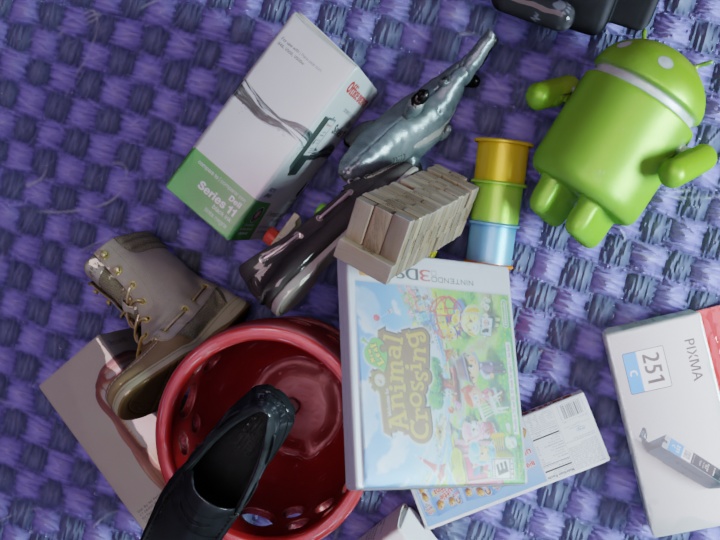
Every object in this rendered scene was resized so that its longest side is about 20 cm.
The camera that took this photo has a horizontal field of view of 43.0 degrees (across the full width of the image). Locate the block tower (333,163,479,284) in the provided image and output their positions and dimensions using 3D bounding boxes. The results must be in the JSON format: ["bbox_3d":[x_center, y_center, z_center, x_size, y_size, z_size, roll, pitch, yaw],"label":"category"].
[{"bbox_3d":[0.048,-0.048,0.817,0.053,0.200,0.059,26,115,16],"label":"block tower"}]

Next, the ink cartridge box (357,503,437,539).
[{"bbox_3d":[0.012,0.359,0.914,0.199,0.084,0.145,-40,86,8],"label":"ink cartridge box"}]

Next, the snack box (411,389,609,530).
[{"bbox_3d":[0.144,0.191,0.920,0.197,0.024,0.073,-23,89,9],"label":"snack box"}]

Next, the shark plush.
[{"bbox_3d":[0.063,-0.148,0.891,0.198,0.083,0.092,-32,76,7],"label":"shark plush"}]

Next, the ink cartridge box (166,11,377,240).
[{"bbox_3d":[-0.079,-0.132,0.887,0.083,0.147,0.201,39,97,6],"label":"ink cartridge box"}]

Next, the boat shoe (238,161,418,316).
[{"bbox_3d":[-0.027,-0.045,0.838,0.057,0.067,0.200,42,70,10],"label":"boat shoe"}]

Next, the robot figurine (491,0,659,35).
[{"bbox_3d":[0.188,-0.295,0.854,0.197,0.150,0.127,21,110,9],"label":"robot figurine"}]

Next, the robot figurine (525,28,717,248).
[{"bbox_3d":[0.239,-0.124,0.852,0.175,0.115,0.202,37,97,31],"label":"robot figurine"}]

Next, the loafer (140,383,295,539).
[{"bbox_3d":[-0.127,0.182,0.757,0.068,0.070,0.202,36,97,5],"label":"loafer"}]

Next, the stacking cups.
[{"bbox_3d":[0.130,-0.027,0.899,0.059,0.060,0.204,7,92,8],"label":"stacking cups"}]

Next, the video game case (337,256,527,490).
[{"bbox_3d":[0.065,0.087,0.804,0.179,0.022,0.204,6,73,-29],"label":"video game case"}]

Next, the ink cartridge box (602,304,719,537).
[{"bbox_3d":[0.342,0.137,0.879,0.173,0.045,0.204,-14,89,10],"label":"ink cartridge box"}]

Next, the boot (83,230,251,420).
[{"bbox_3d":[-0.218,0.046,0.897,0.154,0.200,0.073,37,128,7],"label":"boot"}]

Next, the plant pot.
[{"bbox_3d":[-0.073,0.144,0.873,0.197,0.182,0.204,0,91,9],"label":"plant pot"}]

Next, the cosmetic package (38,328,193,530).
[{"bbox_3d":[-0.222,0.166,0.938,0.087,0.103,0.201,-39,87,7],"label":"cosmetic package"}]

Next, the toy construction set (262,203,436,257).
[{"bbox_3d":[0.000,0.000,0.911,0.198,0.092,0.132,34,96,-4],"label":"toy construction set"}]
